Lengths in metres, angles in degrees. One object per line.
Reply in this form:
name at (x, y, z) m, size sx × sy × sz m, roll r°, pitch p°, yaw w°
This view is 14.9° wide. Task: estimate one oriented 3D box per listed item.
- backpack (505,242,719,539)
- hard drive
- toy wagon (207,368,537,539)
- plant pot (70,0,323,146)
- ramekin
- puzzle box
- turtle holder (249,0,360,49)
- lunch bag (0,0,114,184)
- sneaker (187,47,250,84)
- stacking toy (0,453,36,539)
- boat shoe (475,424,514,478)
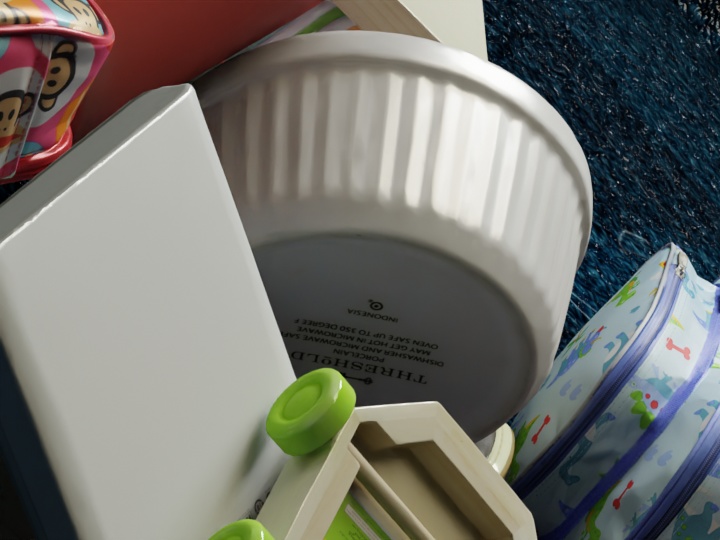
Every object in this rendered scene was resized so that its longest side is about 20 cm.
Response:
backpack at (0.150, 0.100, 1.350) m, size 0.147 × 0.183 × 0.200 m, roll 35°, pitch 25°, yaw -9°
hard drive at (-0.065, 0.057, 0.924) m, size 0.132 × 0.026 × 0.201 m, roll -45°, pitch 122°, yaw -49°
toy wagon at (0.001, 0.138, 0.939) m, size 0.155 × 0.039 × 0.201 m, roll 50°, pitch 48°, yaw -25°
plant pot at (-0.084, -0.170, 1.143) m, size 0.200 × 0.176 × 0.201 m, roll 47°, pitch -31°, yaw 39°
ramekin at (0.000, 0.000, 1.181) m, size 0.202 × 0.202 × 0.095 m, roll 37°, pitch 39°, yaw -31°
puzzle box at (0.010, -0.157, 1.394) m, size 0.133 × 0.025 × 0.200 m, roll 43°, pitch 16°, yaw -14°
turtle holder at (-0.030, -0.096, 1.431) m, size 0.141 × 0.132 × 0.186 m, roll 46°, pitch 16°, yaw 0°
lunch bag at (-0.206, -0.100, 0.986) m, size 0.199 × 0.082 × 0.176 m, roll -11°, pitch 46°, yaw -47°
sneaker at (-0.055, -0.034, 1.269) m, size 0.074 × 0.087 × 0.200 m, roll 59°, pitch 6°, yaw 34°
stacking toy at (-0.145, 0.009, 1.007) m, size 0.085 × 0.085 × 0.200 m, roll 27°, pitch 20°, yaw -49°
boat shoe at (0.026, 0.074, 1.297) m, size 0.065 × 0.073 × 0.200 m, roll 38°, pitch 8°, yaw -11°
